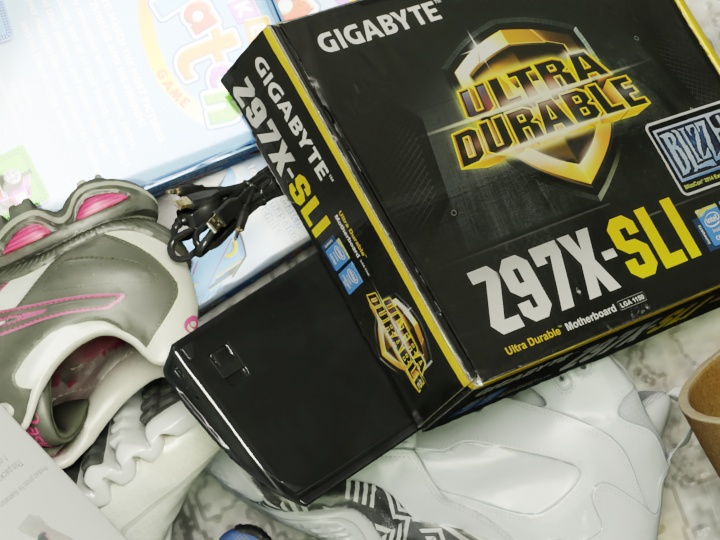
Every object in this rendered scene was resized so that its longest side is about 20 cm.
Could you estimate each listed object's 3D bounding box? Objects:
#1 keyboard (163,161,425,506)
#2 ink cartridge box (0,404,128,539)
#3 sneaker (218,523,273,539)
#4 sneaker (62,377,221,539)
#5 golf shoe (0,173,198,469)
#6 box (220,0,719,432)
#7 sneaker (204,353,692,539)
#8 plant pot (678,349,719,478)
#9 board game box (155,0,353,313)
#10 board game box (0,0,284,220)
[{"bbox_3d":[0.000,0.000,1.104,0.200,0.021,0.127,-32,82,-39],"label":"keyboard"},{"bbox_3d":[-0.139,0.158,1.059,0.200,0.083,0.145,47,117,1],"label":"ink cartridge box"},{"bbox_3d":[-0.075,0.196,1.145,0.089,0.079,0.200,15,85,-2],"label":"sneaker"},{"bbox_3d":[-0.108,0.117,1.138,0.081,0.075,0.200,39,111,-13],"label":"sneaker"},{"bbox_3d":[-0.152,0.044,1.101,0.200,0.077,0.088,-32,50,11],"label":"golf shoe"},{"bbox_3d":[0.067,-0.042,1.125,0.200,0.049,0.160,-20,76,-37],"label":"box"},{"bbox_3d":[0.037,0.068,1.162,0.200,0.075,0.115,22,83,-3],"label":"sneaker"},{"bbox_3d":[0.244,0.108,1.120,0.186,0.186,0.200,-22,100,-3],"label":"plant pot"},{"bbox_3d":[-0.075,-0.065,1.183,0.200,0.037,0.151,-33,85,-4],"label":"board game box"},{"bbox_3d":[-0.134,-0.089,1.141,0.200,0.037,0.151,-22,85,-1],"label":"board game box"}]
